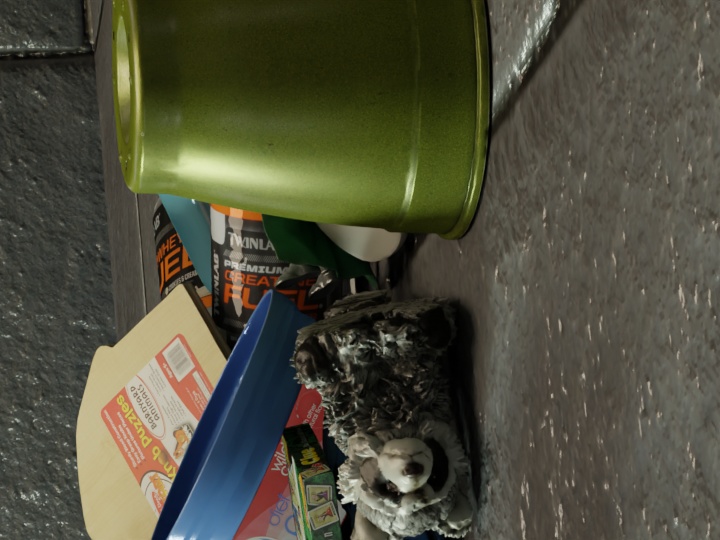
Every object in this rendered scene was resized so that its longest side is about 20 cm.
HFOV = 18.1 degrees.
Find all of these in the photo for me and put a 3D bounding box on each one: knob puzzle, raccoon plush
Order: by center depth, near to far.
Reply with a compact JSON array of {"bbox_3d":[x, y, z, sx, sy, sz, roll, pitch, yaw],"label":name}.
[{"bbox_3d":[0.028,0.086,1.356,0.200,0.096,0.134,-38,-64,-75],"label":"raccoon plush"},{"bbox_3d":[-0.133,0.136,1.625,0.219,0.030,0.220,6,100,37],"label":"knob puzzle"}]

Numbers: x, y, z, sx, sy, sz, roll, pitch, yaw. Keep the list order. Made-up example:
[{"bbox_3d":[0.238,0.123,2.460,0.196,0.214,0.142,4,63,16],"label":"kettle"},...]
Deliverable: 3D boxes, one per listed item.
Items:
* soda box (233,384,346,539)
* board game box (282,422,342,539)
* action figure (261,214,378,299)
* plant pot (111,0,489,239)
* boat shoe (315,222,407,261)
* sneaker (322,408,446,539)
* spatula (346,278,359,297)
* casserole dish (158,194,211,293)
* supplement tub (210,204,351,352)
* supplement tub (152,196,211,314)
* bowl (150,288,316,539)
[{"bbox_3d":[-0.048,0.160,1.494,0.063,0.070,0.200,-81,17,-76],"label":"soda box"},{"bbox_3d":[-0.020,0.204,1.390,0.105,0.023,0.201,-135,36,-73],"label":"board game box"},{"bbox_3d":[-0.055,-0.081,1.503,0.118,0.055,0.200,24,-134,-58],"label":"action figure"},{"bbox_3d":[-0.043,-0.113,1.304,0.200,0.192,0.201,177,90,-79],"label":"plant pot"},{"bbox_3d":[-0.021,-0.102,1.459,0.072,0.068,0.200,-36,86,32],"label":"boat shoe"},{"bbox_3d":[0.025,0.149,1.378,0.078,0.066,0.201,127,138,-60],"label":"sneaker"},{"bbox_3d":[0.000,0.000,1.551,0.057,0.020,0.201,-141,48,-76],"label":"spatula"},{"bbox_3d":[-0.084,-0.062,1.667,0.039,0.121,0.200,18,142,45],"label":"casserole dish"},{"bbox_3d":[-0.055,-0.016,1.607,0.107,0.107,0.201,-129,37,-71],"label":"supplement tub"},{"bbox_3d":[-0.101,0.002,1.800,0.123,0.122,0.200,108,156,-61],"label":"supplement tub"},{"bbox_3d":[-0.082,0.110,1.458,0.201,0.039,0.201,-155,90,-83],"label":"bowl"}]
